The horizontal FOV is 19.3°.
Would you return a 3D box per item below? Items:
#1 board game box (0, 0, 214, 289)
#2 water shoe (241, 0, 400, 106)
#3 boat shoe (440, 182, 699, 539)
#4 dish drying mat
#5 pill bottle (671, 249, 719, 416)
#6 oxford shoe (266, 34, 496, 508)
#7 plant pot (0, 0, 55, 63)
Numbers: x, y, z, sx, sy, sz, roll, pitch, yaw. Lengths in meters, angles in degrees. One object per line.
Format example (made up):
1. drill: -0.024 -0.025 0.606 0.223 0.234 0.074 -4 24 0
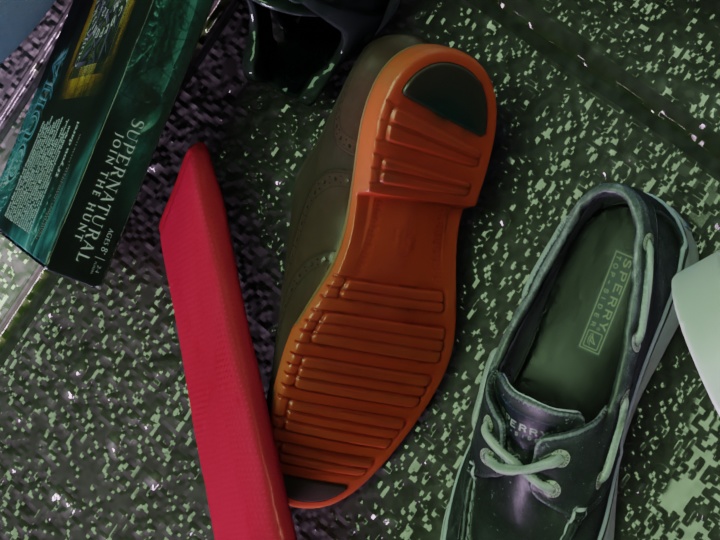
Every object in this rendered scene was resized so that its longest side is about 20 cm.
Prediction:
1. board game box: -0.102 -0.100 0.916 0.201 0.028 0.135 -68 23 1
2. water shoe: -0.014 -0.138 0.832 0.071 0.200 0.079 22 63 15
3. boat shoe: 0.074 0.062 0.827 0.071 0.068 0.201 24 92 26
4. dish drying mat: -0.054 0.052 0.879 0.018 0.077 0.201 -3 63 -19
5. pill bottle: 0.217 -0.004 0.748 0.199 0.112 0.113 -27 71 18
6. oxford shoe: 0.000 0.000 0.886 0.072 0.071 0.201 33 106 60
7. plant pot: -0.202 -0.165 0.913 0.187 0.200 0.201 -26 71 23
